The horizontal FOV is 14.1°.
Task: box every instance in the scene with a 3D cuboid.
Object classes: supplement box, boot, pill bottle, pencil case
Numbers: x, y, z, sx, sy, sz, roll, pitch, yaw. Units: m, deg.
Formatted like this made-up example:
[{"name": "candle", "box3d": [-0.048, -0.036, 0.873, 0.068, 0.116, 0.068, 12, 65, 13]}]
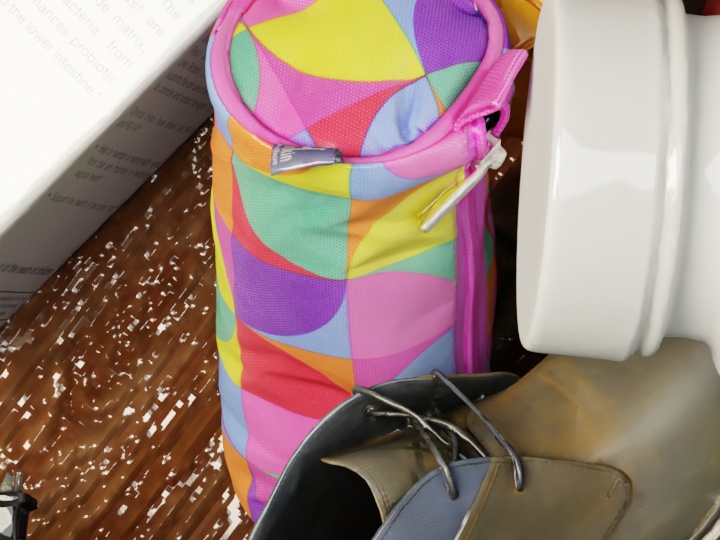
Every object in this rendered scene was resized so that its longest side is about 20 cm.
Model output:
[{"name": "supplement box", "box3d": [-0.097, -0.076, 0.881, 0.200, 0.103, 0.101, -44, 82, 6]}, {"name": "boot", "box3d": [0.044, 0.051, 0.776, 0.075, 0.097, 0.200, 40, 101, 45]}, {"name": "pill bottle", "box3d": [0.142, -0.019, 0.713, 0.200, 0.120, 0.120, 4, 89, -2]}, {"name": "pencil case", "box3d": [0.000, 0.000, 0.816, 0.088, 0.200, 0.088, 0, 53, 0]}]

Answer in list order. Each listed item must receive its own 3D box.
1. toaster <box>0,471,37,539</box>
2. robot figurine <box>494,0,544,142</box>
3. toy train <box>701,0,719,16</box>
[{"name": "toaster", "box3d": [-0.117, 0.154, 0.863, 0.114, 0.129, 0.200, 9, 90, 8]}, {"name": "robot figurine", "box3d": [0.039, -0.144, 0.835, 0.058, 0.145, 0.200, -5, 78, -18]}, {"name": "toy train", "box3d": [0.101, -0.045, 0.871, 0.200, 0.085, 0.116, 45, 112, 14]}]
